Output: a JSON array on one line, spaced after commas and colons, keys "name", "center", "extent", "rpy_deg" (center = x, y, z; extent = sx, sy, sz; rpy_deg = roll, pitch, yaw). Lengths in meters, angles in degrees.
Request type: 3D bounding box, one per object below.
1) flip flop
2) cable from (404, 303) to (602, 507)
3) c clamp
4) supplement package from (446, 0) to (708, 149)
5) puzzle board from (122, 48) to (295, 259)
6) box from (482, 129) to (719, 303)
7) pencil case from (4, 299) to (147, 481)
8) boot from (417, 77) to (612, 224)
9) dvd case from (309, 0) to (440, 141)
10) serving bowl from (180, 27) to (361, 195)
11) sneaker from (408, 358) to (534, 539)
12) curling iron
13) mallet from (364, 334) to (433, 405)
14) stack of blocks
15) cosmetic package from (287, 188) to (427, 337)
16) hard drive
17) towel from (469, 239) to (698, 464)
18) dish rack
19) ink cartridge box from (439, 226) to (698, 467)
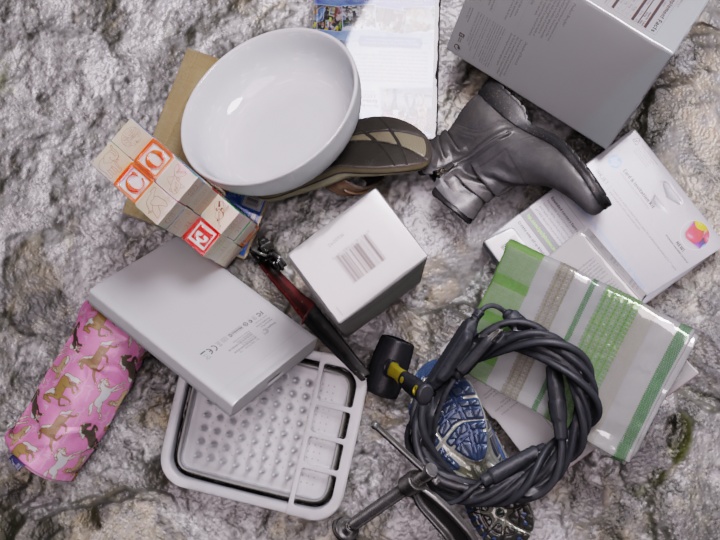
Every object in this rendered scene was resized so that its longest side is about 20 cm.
[{"name": "flip flop", "center": [-0.019, -0.108, 1.049], "extent": [0.199, 0.058, 0.081], "rpy_deg": [-15, 49, 13]}, {"name": "cable", "center": [0.133, 0.143, 0.941], "extent": [0.163, 0.051, 0.201], "rpy_deg": [31, 97, 5]}, {"name": "c clamp", "center": [0.036, 0.251, 0.976], "extent": [0.171, 0.027, 0.200], "rpy_deg": [41, 132, 4]}, {"name": "supplement package", "center": [0.223, -0.262, 0.983], "extent": [0.200, 0.152, 0.151], "rpy_deg": [34, 60, 7]}, {"name": "puzzle board", "center": [-0.160, -0.130, 1.093], "extent": [0.150, 0.017, 0.201], "rpy_deg": [21, 87, 5]}, {"name": "box", "center": [0.254, -0.027, 1.036], "extent": [0.200, 0.041, 0.156], "rpy_deg": [-37, 84, 2]}, {"name": "pencil case", "center": [-0.298, 0.125, 1.047], "extent": [0.083, 0.086, 0.201], "rpy_deg": [28, 86, 45]}, {"name": "boot", "center": [0.154, -0.093, 1.019], "extent": [0.132, 0.070, 0.200], "rpy_deg": [-45, 60, 7]}, {"name": "dvd case", "center": [0.016, -0.241, 1.082], "extent": [0.142, 0.018, 0.201], "rpy_deg": [2, 85, -1]}, {"name": "serving bowl", "center": [-0.086, -0.157, 1.028], "extent": [0.199, 0.066, 0.201], "rpy_deg": [-11, 58, 18]}, {"name": "sneaker", "center": [0.112, 0.186, 1.007], "extent": [0.077, 0.085, 0.201], "rpy_deg": [-26, 82, 10]}, {"name": "curling iron", "center": [-0.058, 0.040, 1.035], "extent": [0.026, 0.050, 0.200], "rpy_deg": [-35, 71, -10]}, {"name": "mallet", "center": [0.038, 0.115, 0.965], "extent": [0.041, 0.200, 0.066], "rpy_deg": [19, 97, -9]}, {"name": "stack of blocks", "center": [-0.177, -0.071, 0.980], "extent": [0.115, 0.200, 0.059], "rpy_deg": [40, 88, 7]}, {"name": "cosmetic package", "center": [0.000, 0.000, 0.972], "extent": [0.107, 0.200, 0.085], "rpy_deg": [-37, 84, -5]}, {"name": "hard drive", "center": [-0.162, 0.052, 1.011], "extent": [0.200, 0.027, 0.132], "rpy_deg": [35, 45, 19]}, {"name": "towel", "center": [0.205, 0.076, 0.953], "extent": [0.199, 0.031, 0.150], "rpy_deg": [29, 107, 20]}, {"name": "dish rack", "center": [-0.101, 0.161, 1.045], "extent": [0.199, 0.044, 0.173], "rpy_deg": [12, 86, 6]}, {"name": "ink cartridge box", "center": [0.207, 0.087, 0.989], "extent": [0.200, 0.045, 0.176], "rpy_deg": [-43, 81, 24]}]
